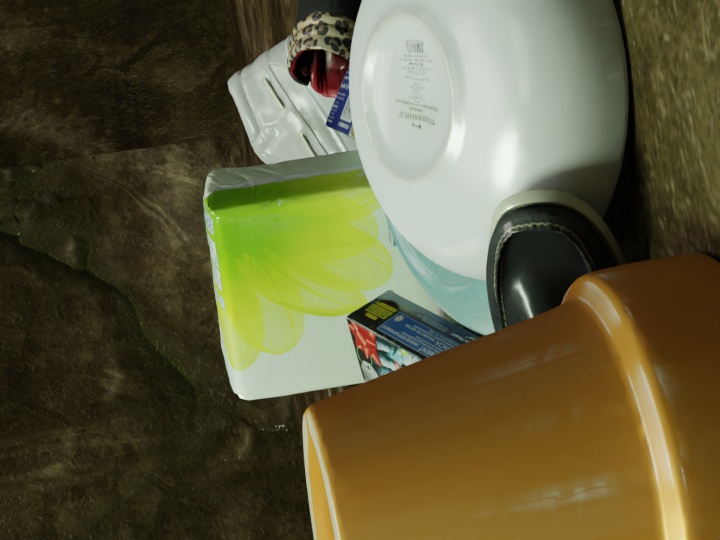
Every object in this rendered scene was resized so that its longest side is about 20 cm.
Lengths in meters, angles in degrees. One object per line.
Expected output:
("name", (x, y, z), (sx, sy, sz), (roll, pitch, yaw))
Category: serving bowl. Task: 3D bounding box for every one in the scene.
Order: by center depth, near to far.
("serving bowl", (0.049, -0.091, 0.895), (0.199, 0.065, 0.203), (17, 111, 55))

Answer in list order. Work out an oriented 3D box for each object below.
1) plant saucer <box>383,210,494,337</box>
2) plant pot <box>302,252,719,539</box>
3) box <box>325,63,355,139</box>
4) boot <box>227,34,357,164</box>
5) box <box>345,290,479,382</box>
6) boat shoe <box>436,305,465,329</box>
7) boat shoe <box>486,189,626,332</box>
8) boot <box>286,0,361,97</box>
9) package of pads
("plant saucer", (0.057, -0.043, 1.008), (0.201, 0.038, 0.203), (38, 138, 45))
("plant pot", (0.073, 0.105, 0.749), (0.200, 0.181, 0.203), (172, 90, -83))
("box", (0.032, -0.181, 1.149), (0.121, 0.032, 0.202), (-135, 64, -79))
("boot", (-0.027, -0.098, 1.449), (0.201, 0.095, 0.074), (58, -151, -12))
("box", (0.065, 0.123, 1.086), (0.137, 0.040, 0.202), (27, 140, 50))
("boat shoe", (0.086, 0.048, 1.107), (0.069, 0.071, 0.202), (-118, 30, -70))
("boat shoe", (0.103, 0.048, 0.869), (0.068, 0.071, 0.201), (-81, -16, -49))
("boot", (-0.013, -0.210, 1.368), (0.200, 0.072, 0.152), (100, 180, -76))
("package of pads", (0.000, 0.000, 1.164), (0.068, 0.198, 0.156), (-107, 11, -59))
